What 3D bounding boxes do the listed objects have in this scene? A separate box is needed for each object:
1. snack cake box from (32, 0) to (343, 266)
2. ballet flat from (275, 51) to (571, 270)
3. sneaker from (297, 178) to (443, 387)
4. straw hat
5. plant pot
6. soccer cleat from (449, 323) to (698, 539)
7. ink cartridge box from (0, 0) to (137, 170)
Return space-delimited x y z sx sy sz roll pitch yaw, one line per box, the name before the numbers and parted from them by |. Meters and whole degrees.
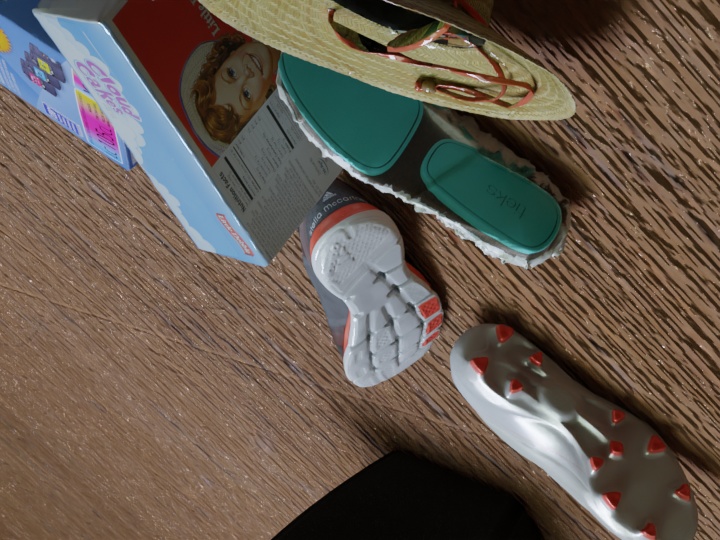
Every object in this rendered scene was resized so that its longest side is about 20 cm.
snack cake box | -0.088 -0.113 1.171 0.067 0.115 0.200 14 147 43
ballet flat | 0.032 -0.068 1.152 0.200 0.072 0.072 39 157 -1
sneaker | 0.000 0.000 1.341 0.082 0.077 0.200 55 168 34
straw hat | 0.024 -0.146 0.986 0.200 0.086 0.201 17 174 2
plant pot | 0.049 0.264 1.591 0.199 0.178 0.200 19 151 38
soccer cleat | 0.140 0.111 1.326 0.200 0.069 0.078 43 162 7
ink cartridge box | -0.210 -0.167 1.285 0.200 0.076 0.137 35 163 10
